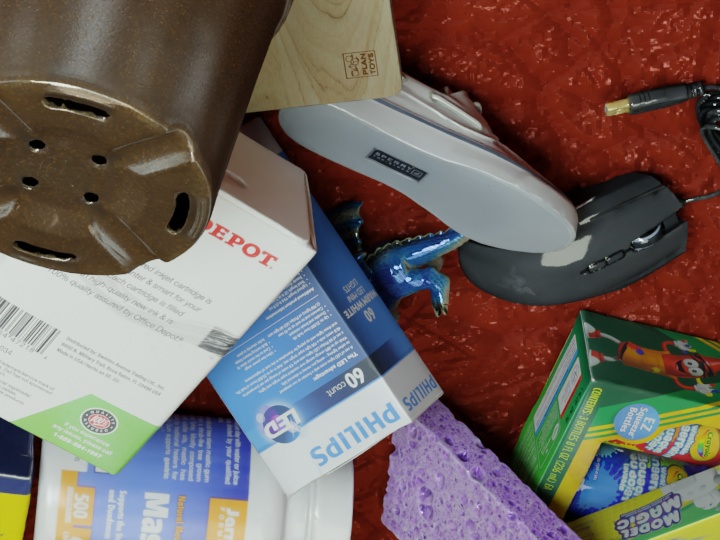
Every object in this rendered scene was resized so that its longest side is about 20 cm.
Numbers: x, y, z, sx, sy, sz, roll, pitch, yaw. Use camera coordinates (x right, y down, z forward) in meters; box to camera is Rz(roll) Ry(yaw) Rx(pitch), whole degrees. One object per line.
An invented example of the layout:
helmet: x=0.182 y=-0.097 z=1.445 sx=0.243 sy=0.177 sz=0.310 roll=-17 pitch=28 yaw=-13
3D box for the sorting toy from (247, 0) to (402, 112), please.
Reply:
sorting toy: x=-0.087 y=-0.187 z=1.573 sx=0.198 sy=0.070 sz=0.200 roll=-6 pitch=129 yaw=5

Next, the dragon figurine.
dragon figurine: x=0.000 y=0.000 z=1.738 sx=0.099 sy=0.059 sz=0.200 roll=27 pitch=124 yaw=-23

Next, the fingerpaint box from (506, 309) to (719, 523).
fingerpaint box: x=0.187 y=0.138 z=1.849 sx=0.166 sy=0.073 sz=0.200 roll=14 pitch=127 yaw=-14

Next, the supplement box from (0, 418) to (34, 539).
supplement box: x=-0.272 y=0.162 z=1.825 sx=0.109 sy=0.109 sz=0.200 roll=8 pitch=129 yaw=-9

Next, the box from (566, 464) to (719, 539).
box: x=0.235 y=0.181 z=1.809 sx=0.200 sy=0.048 sz=0.117 roll=-24 pitch=126 yaw=14

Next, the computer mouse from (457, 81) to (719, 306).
computer mouse: x=0.151 y=-0.040 z=1.720 sx=0.199 sy=0.046 sz=0.141 roll=-11 pitch=130 yaw=7

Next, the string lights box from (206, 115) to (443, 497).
string lights box: x=-0.052 y=0.022 z=1.690 sx=0.103 sy=0.059 sz=0.200 roll=-32 pitch=93 yaw=27

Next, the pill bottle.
pill bottle: x=-0.107 y=0.149 z=1.820 sx=0.199 sy=0.112 sz=0.112 roll=5 pitch=129 yaw=-6

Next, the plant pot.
plant pot: x=-0.129 y=-0.119 z=1.426 sx=0.200 sy=0.199 sz=0.201 roll=6 pitch=143 yaw=5

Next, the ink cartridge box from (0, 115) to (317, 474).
ink cartridge box: x=-0.141 y=-0.001 z=1.606 sx=0.145 sy=0.084 sz=0.200 roll=30 pitch=118 yaw=-24

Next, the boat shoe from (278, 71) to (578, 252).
boat shoe: x=0.048 y=-0.078 z=1.671 sx=0.200 sy=0.066 sz=0.074 roll=29 pitch=147 yaw=-22

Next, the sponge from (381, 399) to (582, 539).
sponge: x=0.086 y=0.177 z=1.808 sx=0.030 sy=0.200 sz=0.112 roll=-20 pitch=137 yaw=-30
